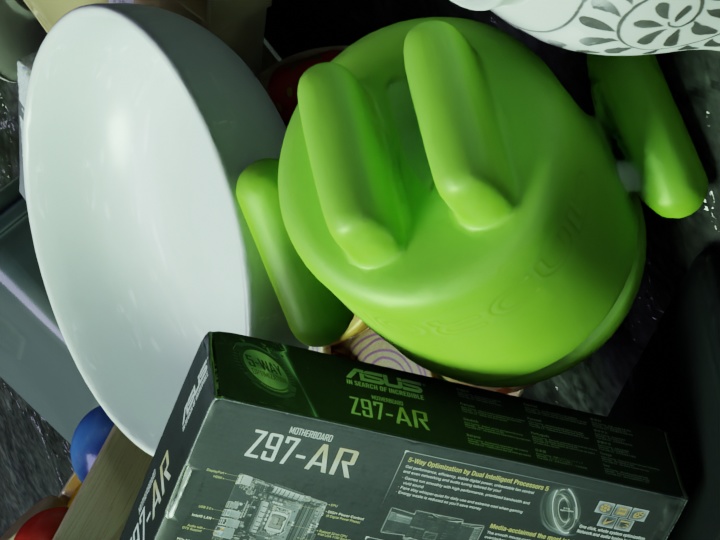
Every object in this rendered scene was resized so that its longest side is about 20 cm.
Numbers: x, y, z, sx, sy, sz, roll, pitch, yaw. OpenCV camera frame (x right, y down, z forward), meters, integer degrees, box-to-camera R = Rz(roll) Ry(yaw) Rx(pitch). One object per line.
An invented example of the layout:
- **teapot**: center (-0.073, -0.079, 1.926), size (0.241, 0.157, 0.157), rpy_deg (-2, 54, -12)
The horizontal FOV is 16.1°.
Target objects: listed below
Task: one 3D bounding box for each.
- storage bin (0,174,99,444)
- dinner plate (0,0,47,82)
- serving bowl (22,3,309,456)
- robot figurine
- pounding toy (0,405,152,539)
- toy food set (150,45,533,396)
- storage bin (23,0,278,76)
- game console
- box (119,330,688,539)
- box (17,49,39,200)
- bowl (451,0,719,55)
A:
- **storage bin**: center (-0.190, 0.030, 1.620), size (0.134, 0.145, 0.200), rpy_deg (47, 157, 8)
- **dinner plate**: center (-0.197, -0.200, 1.359), size (0.200, 0.024, 0.202), rpy_deg (-12, -90, -75)
- **serving bowl**: center (-0.074, -0.021, 1.105), size (0.200, 0.065, 0.201), rpy_deg (32, 130, 49)
- **robot figurine**: center (0.042, -0.022, 0.973), size (0.200, 0.175, 0.116), rpy_deg (39, -148, -63)
- **pounding toy**: center (-0.135, 0.156, 1.222), size (0.142, 0.185, 0.200), rpy_deg (31, 137, -6)
- **toy food set**: center (0.000, 0.000, 1.146), size (0.200, 0.049, 0.198), rpy_deg (49, 128, 13)
- **storage bin**: center (-0.097, -0.173, 1.196), size (0.199, 0.093, 0.200), rpy_deg (52, 156, 22)
- **game console**: center (0.175, 0.113, 1.039), size (0.175, 0.117, 0.200), rpy_deg (26, 153, 5)
- **box**: center (0.008, 0.116, 1.018), size (0.044, 0.199, 0.161), rpy_deg (-101, 29, -53)
- **box**: center (-0.083, -0.026, 1.316), size (0.200, 0.114, 0.132), rpy_deg (52, 158, 21)
- **bowl**: center (0.061, -0.147, 0.867), size (0.201, 0.094, 0.201), rpy_deg (49, 157, 29)
